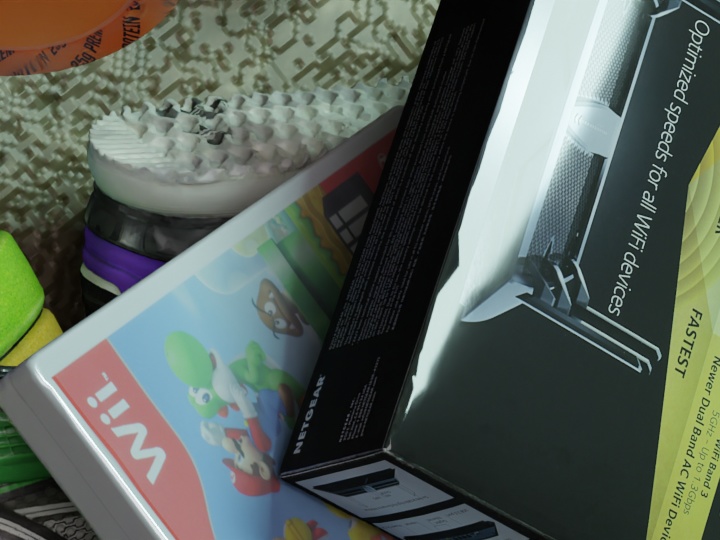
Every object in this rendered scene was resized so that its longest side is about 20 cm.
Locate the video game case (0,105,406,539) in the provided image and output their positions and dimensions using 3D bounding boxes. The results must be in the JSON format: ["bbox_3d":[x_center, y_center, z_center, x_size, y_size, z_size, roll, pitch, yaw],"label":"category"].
[{"bbox_3d":[0.007,0.046,0.754,0.143,0.017,0.200,53,34,0],"label":"video game case"}]

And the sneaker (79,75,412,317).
[{"bbox_3d":[-0.001,0.000,0.894,0.200,0.070,0.100,-4,112,-34],"label":"sneaker"}]

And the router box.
[{"bbox_3d":[0.084,-0.007,0.752,0.157,0.052,0.200,30,66,-23],"label":"router box"}]

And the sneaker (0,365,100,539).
[{"bbox_3d":[-0.114,0.067,0.725,0.200,0.078,0.085,-4,98,-31],"label":"sneaker"}]

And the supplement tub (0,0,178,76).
[{"bbox_3d":[-0.100,-0.160,0.811,0.122,0.123,0.200,6,53,-18],"label":"supplement tub"}]

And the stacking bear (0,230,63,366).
[{"bbox_3d":[-0.125,0.042,0.823,0.121,0.114,0.200,-41,101,-19],"label":"stacking bear"}]
